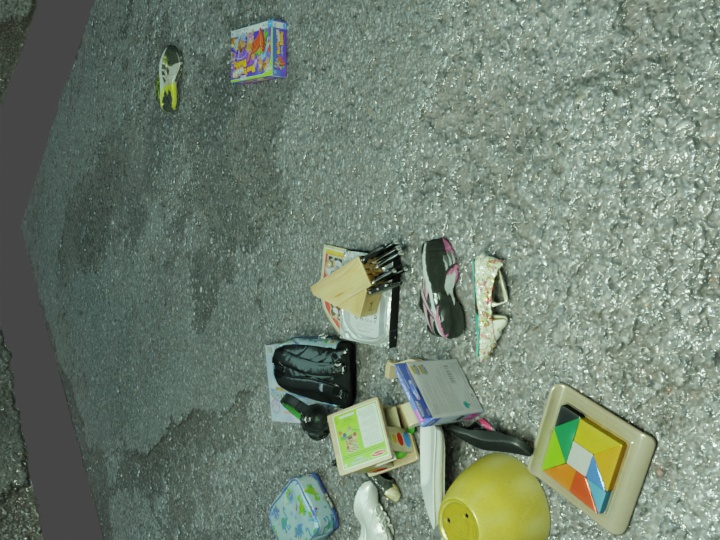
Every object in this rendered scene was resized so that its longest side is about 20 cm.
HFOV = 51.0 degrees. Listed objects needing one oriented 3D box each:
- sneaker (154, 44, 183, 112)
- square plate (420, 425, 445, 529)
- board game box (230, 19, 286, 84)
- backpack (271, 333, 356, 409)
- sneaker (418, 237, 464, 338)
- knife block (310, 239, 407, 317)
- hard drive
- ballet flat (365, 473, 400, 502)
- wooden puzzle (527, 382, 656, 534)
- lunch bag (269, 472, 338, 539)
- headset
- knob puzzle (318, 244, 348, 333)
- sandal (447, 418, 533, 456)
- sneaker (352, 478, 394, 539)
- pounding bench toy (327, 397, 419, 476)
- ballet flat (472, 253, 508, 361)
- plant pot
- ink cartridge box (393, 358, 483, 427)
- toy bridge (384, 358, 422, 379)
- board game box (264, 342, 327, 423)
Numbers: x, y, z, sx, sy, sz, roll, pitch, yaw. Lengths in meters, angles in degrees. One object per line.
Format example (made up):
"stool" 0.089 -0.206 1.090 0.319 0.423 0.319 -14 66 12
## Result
"sneaker" -0.603 -0.595 2.327 0.084 0.074 0.203 29 114 45
"square plate" 0.142 0.372 1.489 0.200 0.028 0.201 -108 18 -81
"board game box" -0.266 -0.563 1.958 0.199 0.044 0.137 7 98 49
"backpack" -0.108 0.224 1.747 0.197 0.154 0.166 0 107 10
"sneaker" 0.144 0.038 1.504 0.086 0.079 0.203 -20 72 59
"knife block" 0.000 0.000 1.602 0.198 0.064 0.178 24 108 33
"hard drive" 0.020 0.061 1.656 0.138 0.038 0.203 9 99 35
"ballet flat" 0.031 0.423 1.675 0.057 0.066 0.201 -40 63 6
"wooden puzzle" 0.380 0.316 1.275 0.199 0.037 0.188 29 114 44
"lunch bag" -0.145 0.610 1.877 0.162 0.082 0.201 57 131 29
"headset" -0.109 0.363 1.745 0.199 0.094 0.124 31 161 16
"knob puzzle" -0.043 0.051 1.755 0.218 0.030 0.223 5 97 49
"sandal" 0.246 0.307 1.414 0.199 0.075 0.045 -4 55 53
"sneaker" 0.036 0.563 1.684 0.086 0.074 0.203 0 99 37
"pounding bench toy" 0.063 0.338 1.568 0.198 0.156 0.126 -25 65 22
"ballet flat" 0.242 0.070 1.399 0.063 0.076 0.203 -1 98 16
"plant pot" 0.226 0.451 1.386 0.199 0.141 0.203 4 95 49
"ink cartridge box" 0.141 0.229 1.422 0.042 0.199 0.120 -42 61 30
"toy bridge" 0.118 0.220 1.570 0.199 0.027 0.068 22 108 52
"board game box" -0.163 0.282 1.904 0.199 0.041 0.203 -7 87 49
